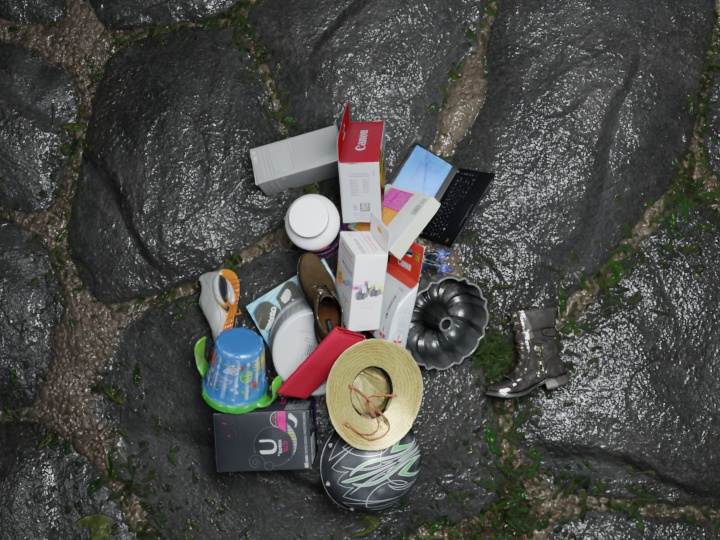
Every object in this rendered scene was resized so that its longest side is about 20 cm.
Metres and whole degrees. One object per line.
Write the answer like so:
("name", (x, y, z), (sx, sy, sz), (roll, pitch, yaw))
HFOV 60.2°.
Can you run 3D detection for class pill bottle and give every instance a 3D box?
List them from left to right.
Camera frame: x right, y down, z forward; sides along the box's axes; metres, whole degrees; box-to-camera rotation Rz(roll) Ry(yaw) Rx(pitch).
("pill bottle", (-0.093, -0.090, 1.283), (0.111, 0.200, 0.114), (0, 84, 4))

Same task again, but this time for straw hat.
("straw hat", (0.016, 0.228, 1.178), (0.198, 0.085, 0.205), (0, 88, -13))

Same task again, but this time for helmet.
("helmet", (0.022, 0.376, 1.229), (0.197, 0.191, 0.203), (0, 86, 1))

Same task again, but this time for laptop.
("laptop", (0.155, -0.166, 1.323), (0.103, 0.200, 0.179), (33, 87, -30))

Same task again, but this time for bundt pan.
("bundt pan", (0.160, 0.097, 1.278), (0.199, 0.076, 0.205), (-7, 109, -19))

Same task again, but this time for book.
("book", (0.065, -0.107, 1.263), (0.048, 0.200, 0.134), (40, 87, -27))

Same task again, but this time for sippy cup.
("sippy cup", (-0.247, 0.192, 1.247), (0.175, 0.140, 0.132), (5, 122, -13))

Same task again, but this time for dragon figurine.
("dragon figurine", (0.100, -0.030, 1.314), (0.197, 0.099, 0.060), (10, 84, 5))

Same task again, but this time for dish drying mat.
("dish drying mat", (-0.076, 0.178, 1.179), (0.200, 0.076, 0.018), (-47, 44, 29))

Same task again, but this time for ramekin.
("ramekin", (-0.093, 0.158, 1.284), (0.197, 0.098, 0.204), (-1, 98, -5))

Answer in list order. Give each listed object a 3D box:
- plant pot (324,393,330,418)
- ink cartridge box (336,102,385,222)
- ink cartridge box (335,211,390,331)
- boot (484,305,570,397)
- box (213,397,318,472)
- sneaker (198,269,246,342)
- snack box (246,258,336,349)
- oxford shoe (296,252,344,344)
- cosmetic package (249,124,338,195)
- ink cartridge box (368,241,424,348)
("plant pot", (0.003, 0.220, 1.260), (0.200, 0.200, 0.027), (-46, 56, -2))
("ink cartridge box", (0.007, -0.223, 1.257), (0.082, 0.201, 0.178), (0, 126, 6))
("ink cartridge box", (0.000, 0.000, 1.196), (0.067, 0.115, 0.203), (-2, 115, -18))
("boot", (0.337, 0.168, 1.301), (0.197, 0.069, 0.177), (-12, 81, -5))
("box", (-0.193, 0.338, 1.286), (0.197, 0.106, 0.124), (-4, 93, 4))
("sneaker", (-0.306, 0.097, 1.353), (0.091, 0.075, 0.203), (2, 97, 36))
("snack box", (-0.134, 0.076, 1.350), (0.198, 0.037, 0.117), (-32, 85, 0))
("oxford shoe", (-0.070, 0.046, 1.199), (0.072, 0.085, 0.202), (-15, 68, -18))
("cosmetic package", (-0.129, -0.237, 1.349), (0.197, 0.107, 0.092), (-13, 81, 4))
("ink cartridge box", (0.058, 0.035, 1.225), (0.049, 0.162, 0.203), (4, 103, -20))
